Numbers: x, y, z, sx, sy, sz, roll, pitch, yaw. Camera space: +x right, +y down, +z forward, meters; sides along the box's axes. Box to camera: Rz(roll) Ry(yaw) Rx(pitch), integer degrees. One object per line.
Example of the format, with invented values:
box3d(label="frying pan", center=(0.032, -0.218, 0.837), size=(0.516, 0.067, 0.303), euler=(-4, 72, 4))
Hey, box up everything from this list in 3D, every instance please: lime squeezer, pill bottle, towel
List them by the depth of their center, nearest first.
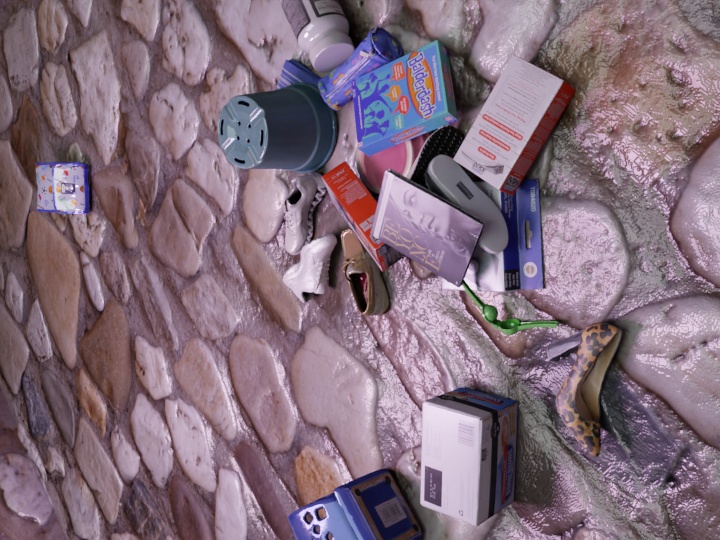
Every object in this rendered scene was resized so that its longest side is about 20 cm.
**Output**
box3d(label="lime squeezer", center=(0.249, 0.077, 1.283), size=(0.199, 0.038, 0.071), euler=(29, 149, 20))
box3d(label="pill bottle", center=(-0.092, -0.524, 1.496), size=(0.116, 0.116, 0.202), euler=(-35, 71, 40))
box3d(label="towel", center=(-0.150, -0.364, 1.642), size=(0.145, 0.024, 0.201), euler=(40, 122, 30))

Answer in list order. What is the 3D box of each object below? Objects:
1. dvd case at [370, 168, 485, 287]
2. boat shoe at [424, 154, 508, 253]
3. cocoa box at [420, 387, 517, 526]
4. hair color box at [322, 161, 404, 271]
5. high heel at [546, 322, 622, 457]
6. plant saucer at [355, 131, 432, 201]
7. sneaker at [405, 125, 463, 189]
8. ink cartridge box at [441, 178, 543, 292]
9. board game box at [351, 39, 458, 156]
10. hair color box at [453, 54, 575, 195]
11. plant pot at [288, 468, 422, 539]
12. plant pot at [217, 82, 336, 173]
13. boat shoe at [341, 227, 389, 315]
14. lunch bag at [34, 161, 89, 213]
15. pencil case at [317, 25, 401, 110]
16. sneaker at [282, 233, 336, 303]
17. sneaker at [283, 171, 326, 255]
box3d(label="dvd case", center=(0.113, -0.074, 1.268), size=(0.199, 0.016, 0.150), euler=(33, 136, 19))
box3d(label="boat shoe", center=(0.182, -0.109, 1.267), size=(0.200, 0.072, 0.068), euler=(51, 157, 5))
box3d(label="cocoa box", center=(0.199, 0.335, 1.319), size=(0.133, 0.131, 0.202), euler=(8, 101, 42))
box3d(label="hair color box", center=(0.007, -0.109, 1.444), size=(0.064, 0.111, 0.201), euler=(-34, 66, -5))
box3d(label="high heel", center=(0.386, 0.191, 1.162), size=(0.142, 0.071, 0.202), euler=(-35, 62, 47))
box3d(label="plant saucer", center=(0.060, -0.229, 1.436), size=(0.199, 0.051, 0.203), euler=(7, 100, 42))
box3d(label="sneaker", center=(0.117, -0.182, 1.348), size=(0.201, 0.070, 0.093), euler=(-61, 15, -7))
box3d(label="ink cartridge box", center=(0.230, -0.061, 1.302), size=(0.199, 0.040, 0.202), euler=(-1, 94, 43))
box3d(label="board game box", center=(0.079, -0.323, 1.360), size=(0.199, 0.045, 0.154), euler=(-17, 69, 30))
box3d(label="hair color box", center=(0.258, -0.244, 1.214), size=(0.111, 0.064, 0.201), euler=(40, 108, 32))
box3d(label="plant pot", center=(0.002, 0.539, 1.497), size=(0.180, 0.199, 0.201), euler=(-44, 65, 30))
box3d(label="plant pot", center=(-0.186, -0.301, 1.539), size=(0.199, 0.195, 0.202), euler=(9, 106, 34))
box3d(label="boat shoe", center=(0.000, 0.000, 1.510), size=(0.074, 0.066, 0.202), euler=(-32, 73, 41))
box3d(label="lunch bag", center=(-0.975, -0.273, 2.368), size=(0.198, 0.124, 0.172), euler=(7, 101, 29))
box3d(label="pencil case", center=(-0.006, -0.405, 1.453), size=(0.199, 0.087, 0.078), euler=(-31, 94, 42))
box3d(label="sneaker", center=(-0.094, -0.002, 1.605), size=(0.100, 0.078, 0.200), euler=(54, 137, 16))
box3d(label="sneaker", center=(-0.144, -0.128, 1.623), size=(0.075, 0.081, 0.202), euler=(34, 119, 33))
